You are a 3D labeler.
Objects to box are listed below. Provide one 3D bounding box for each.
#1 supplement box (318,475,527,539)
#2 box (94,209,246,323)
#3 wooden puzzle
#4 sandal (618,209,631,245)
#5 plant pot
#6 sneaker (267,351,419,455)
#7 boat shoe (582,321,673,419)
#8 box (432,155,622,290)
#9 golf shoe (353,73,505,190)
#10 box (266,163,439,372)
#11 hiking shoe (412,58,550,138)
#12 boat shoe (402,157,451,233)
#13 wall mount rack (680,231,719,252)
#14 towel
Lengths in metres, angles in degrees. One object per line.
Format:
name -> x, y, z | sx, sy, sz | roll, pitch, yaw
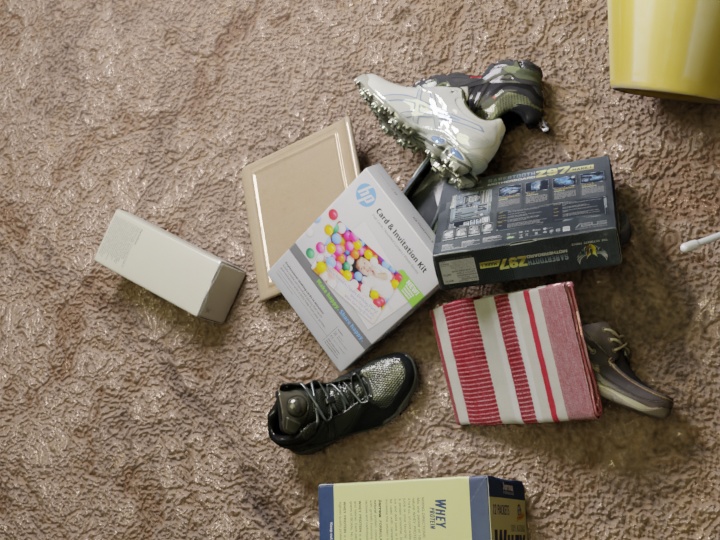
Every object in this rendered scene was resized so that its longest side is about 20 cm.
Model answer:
supplement box -> 0.072, 0.329, 1.140 | 0.197, 0.134, 0.204 | -9, 74, 24
box -> -0.256, -0.006, 1.415 | 0.198, 0.068, 0.083 | 27, 90, 28
wooden puzzle -> -0.067, -0.075, 1.349 | 0.198, 0.037, 0.188 | -23, 68, 33
sandal -> 0.207, -0.028, 1.201 | 0.197, 0.043, 0.076 | -3, 34, 21
plant pot -> 0.347, -0.282, 1.130 | 0.198, 0.200, 0.193 | 11, 99, 27
sneaker -> -0.027, 0.156, 1.242 | 0.197, 0.114, 0.077 | -27, 70, 16
boat shoe -> 0.253, 0.089, 1.144 | 0.198, 0.074, 0.074 | 31, 92, 27
box -> 0.183, -0.054, 1.161 | 0.196, 0.052, 0.159 | -9, 33, 15
golf shoe -> 0.082, -0.183, 1.233 | 0.199, 0.078, 0.097 | 41, 84, 22
box -> 0.000, 0.000, 1.249 | 0.200, 0.041, 0.157 | -43, 81, 30
hiking shoe -> 0.126, -0.182, 1.267 | 0.197, 0.076, 0.102 | -14, 69, 21
boat shoe -> 0.063, -0.052, 1.274 | 0.074, 0.062, 0.202 | 34, 95, 23
wall mount rack -> 0.438, -0.017, 1.078 | 0.173, 0.074, 0.202 | -35, 65, 14
towel -> 0.167, 0.096, 1.155 | 0.198, 0.023, 0.147 | -12, 92, 47
